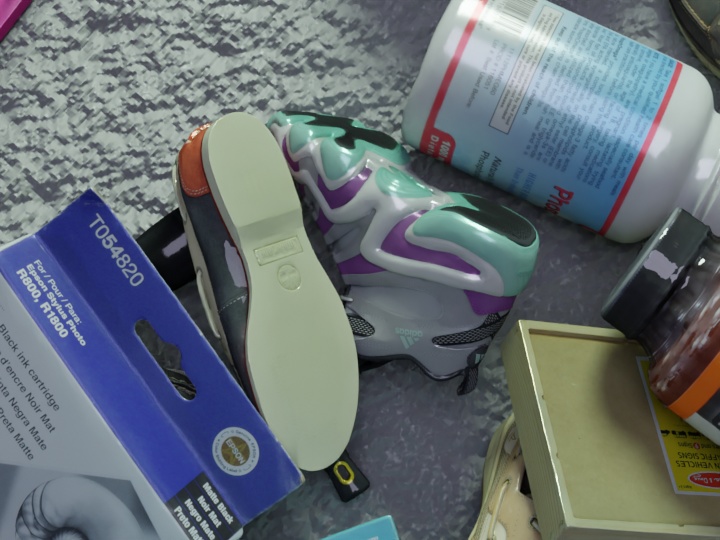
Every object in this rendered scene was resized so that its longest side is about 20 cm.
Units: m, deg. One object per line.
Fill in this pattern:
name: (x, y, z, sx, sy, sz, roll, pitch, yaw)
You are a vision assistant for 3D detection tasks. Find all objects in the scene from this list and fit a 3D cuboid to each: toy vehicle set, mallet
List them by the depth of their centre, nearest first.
toy vehicle set: (0.179, 0.094, 0.781, 0.197, 0.027, 0.125, 7, 51, -19)
mallet: (-0.065, 0.051, 0.848, 0.065, 0.041, 0.202, -26, 82, -7)

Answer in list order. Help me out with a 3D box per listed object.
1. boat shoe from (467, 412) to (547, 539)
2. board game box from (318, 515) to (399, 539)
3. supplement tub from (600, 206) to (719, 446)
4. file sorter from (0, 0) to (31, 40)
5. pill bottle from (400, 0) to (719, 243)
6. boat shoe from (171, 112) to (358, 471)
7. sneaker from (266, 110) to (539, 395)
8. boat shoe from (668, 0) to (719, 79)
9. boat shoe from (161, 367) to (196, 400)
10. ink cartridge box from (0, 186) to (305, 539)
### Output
boat shoe: (0.093, 0.144, 0.764, 0.071, 0.065, 0.202, 20, 47, -12)
board game box: (-0.048, 0.176, 0.734, 0.149, 0.200, 0.047, -19, 78, -4)
supplement tub: (0.222, 0.054, 0.742, 0.199, 0.107, 0.107, 36, 80, 7)
file sorter: (-0.265, -0.222, 0.862, 0.138, 0.126, 0.201, 34, 80, 8)
pill bottle: (0.132, -0.084, 0.837, 0.198, 0.109, 0.110, 26, 79, 6)
boat shoe: (-0.057, 0.015, 0.808, 0.071, 0.062, 0.202, -15, 85, -38)
sneaker: (0.000, 0.000, 0.840, 0.199, 0.077, 0.141, 36, 115, 36)
boat shoe: (0.247, -0.135, 0.841, 0.074, 0.073, 0.201, -38, 58, 2)
boat shoe: (-0.149, 0.073, 0.828, 0.198, 0.060, 0.075, 24, 79, 6)
ink cartridge box: (-0.163, 0.092, 0.776, 0.199, 0.041, 0.200, -37, 91, 19)
